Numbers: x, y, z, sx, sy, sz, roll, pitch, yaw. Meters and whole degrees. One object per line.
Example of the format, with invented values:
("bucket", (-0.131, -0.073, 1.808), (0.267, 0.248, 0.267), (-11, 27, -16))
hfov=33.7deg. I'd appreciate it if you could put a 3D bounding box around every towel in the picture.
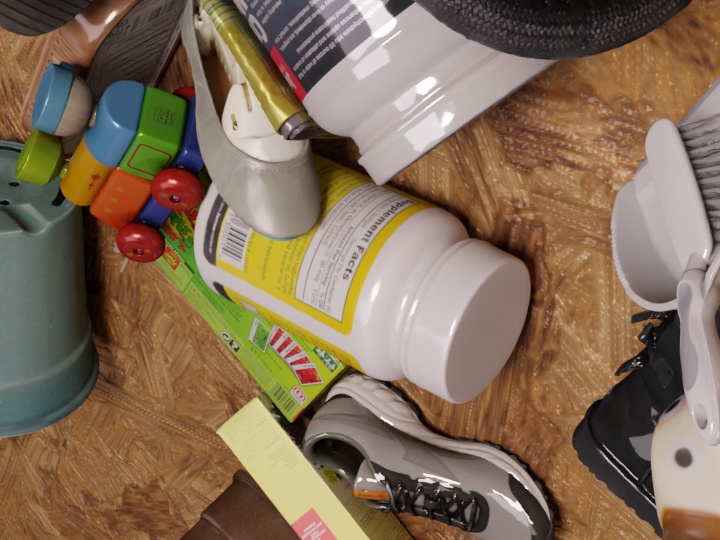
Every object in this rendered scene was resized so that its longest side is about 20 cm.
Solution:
("towel", (-0.068, -0.159, 0.696), (0.023, 0.143, 0.201), (-36, 87, 21))

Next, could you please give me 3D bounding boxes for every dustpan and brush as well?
("dustpan and brush", (0.156, -0.011, 0.540), (0.140, 0.057, 0.202), (124, 149, -49))

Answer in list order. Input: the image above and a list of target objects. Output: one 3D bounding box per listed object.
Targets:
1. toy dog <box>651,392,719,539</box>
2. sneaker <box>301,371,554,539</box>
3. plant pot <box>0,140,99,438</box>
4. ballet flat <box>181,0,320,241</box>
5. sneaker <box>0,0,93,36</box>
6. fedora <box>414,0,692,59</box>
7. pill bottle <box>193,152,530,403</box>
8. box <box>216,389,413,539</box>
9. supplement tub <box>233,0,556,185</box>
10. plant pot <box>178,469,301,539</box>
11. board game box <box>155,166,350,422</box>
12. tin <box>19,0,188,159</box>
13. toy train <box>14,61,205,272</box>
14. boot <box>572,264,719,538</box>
("toy dog", (0.233, 0.092, 0.537), (0.198, 0.140, 0.195), (7, 138, 15))
("sneaker", (0.046, 0.152, 0.849), (0.199, 0.079, 0.075), (26, 133, 22))
("plant pot", (-0.323, 0.007, 1.040), (0.199, 0.200, 0.198), (32, 129, 25))
("ballet flat", (-0.071, -0.110, 0.731), (0.064, 0.067, 0.201), (106, 150, -51))
("sneaker", (-0.173, -0.233, 0.734), (0.074, 0.202, 0.088), (28, 173, -23))
("fedora", (0.074, -0.181, 0.518), (0.202, 0.200, 0.092), (57, 167, -4))
("pill bottle", (0.000, 0.000, 0.758), (0.199, 0.114, 0.115), (26, 134, 30))
("box", (-0.025, 0.182, 0.938), (0.050, 0.075, 0.201), (-39, 88, 17))
("supplement tub", (0.003, -0.161, 0.617), (0.201, 0.140, 0.140), (56, 141, -2))
("plant pot", (-0.120, 0.306, 0.993), (0.200, 0.198, 0.201), (45, 157, 25))
("board game box", (-0.084, 0.008, 0.900), (0.200, 0.048, 0.102), (49, 140, 6))
("tin", (-0.174, -0.149, 0.825), (0.042, 0.112, 0.200), (50, 142, 6))
("toy train", (-0.183, -0.059, 0.812), (0.115, 0.085, 0.200), (20, 144, -21))
("boot", (0.220, 0.092, 0.645), (0.198, 0.073, 0.163), (40, 133, 14))
